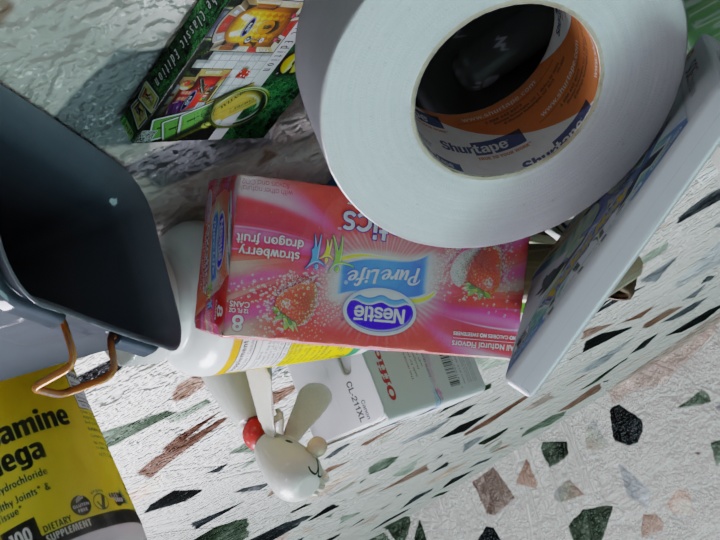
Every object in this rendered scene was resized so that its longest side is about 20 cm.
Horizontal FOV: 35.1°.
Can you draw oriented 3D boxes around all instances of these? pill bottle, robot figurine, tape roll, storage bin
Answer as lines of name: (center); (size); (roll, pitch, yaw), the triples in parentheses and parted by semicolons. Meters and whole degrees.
pill bottle: (-0.232, 0.123, 0.771); (0.112, 0.201, 0.113); (-26, 162, -9)
pill bottle: (-0.086, 0.017, 0.832); (0.199, 0.113, 0.113); (-5, 152, -35)
robot figurine: (0.103, -0.127, 0.732); (0.199, 0.151, 0.125); (-32, 120, 12)
tape roll: (0.068, -0.110, 0.604); (0.199, 0.066, 0.201); (-10, 132, -11)
storage bin: (-0.205, 0.007, 0.629); (0.134, 0.146, 0.200); (-21, 163, 11)

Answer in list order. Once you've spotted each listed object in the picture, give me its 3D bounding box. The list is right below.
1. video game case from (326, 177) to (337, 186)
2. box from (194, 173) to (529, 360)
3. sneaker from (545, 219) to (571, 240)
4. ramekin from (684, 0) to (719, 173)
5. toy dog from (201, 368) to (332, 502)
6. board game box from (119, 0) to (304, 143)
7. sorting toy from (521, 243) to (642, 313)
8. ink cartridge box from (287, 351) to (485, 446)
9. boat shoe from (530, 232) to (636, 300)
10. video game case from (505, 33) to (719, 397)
video game case: (0.027, -0.051, 0.983); (0.199, 0.018, 0.143); (-13, 157, -40)
box: (0.000, 0.000, 0.743); (0.199, 0.103, 0.095); (7, 180, -19)
sneaker: (0.226, -0.102, 1.011); (0.200, 0.079, 0.130); (-58, 180, -14)
ramekin: (0.286, -0.150, 0.828); (0.097, 0.201, 0.200); (-24, 163, 12)
toy dog: (-0.075, 0.086, 0.933); (0.096, 0.200, 0.132); (-45, 164, 8)
board game box: (-0.046, -0.141, 0.632); (0.104, 0.024, 0.200); (-13, 156, -46)
sorting toy: (0.110, 0.005, 0.934); (0.199, 0.037, 0.185); (8, -164, 30)
ink cartridge box: (0.017, 0.069, 1.055); (0.083, 0.146, 0.200); (-26, 169, 29)
boat shoe: (0.158, 0.003, 1.060); (0.201, 0.075, 0.075); (-4, 158, 13)
video game case: (0.155, -0.040, 0.674); (0.201, 0.022, 0.182); (-59, 178, 23)
